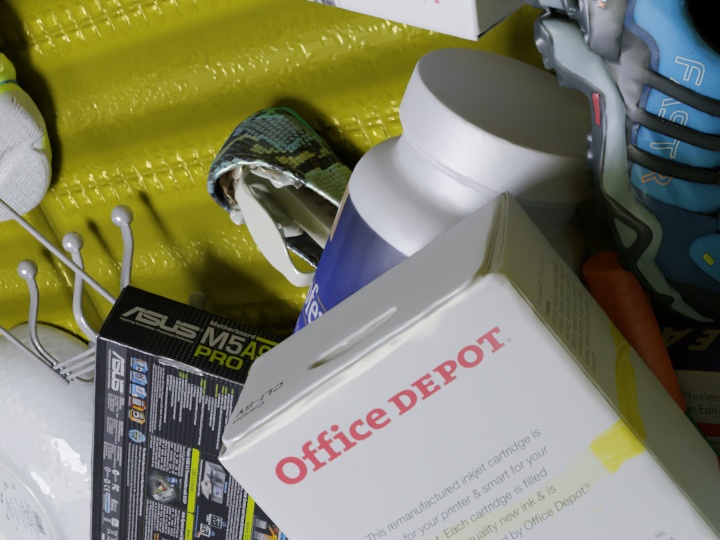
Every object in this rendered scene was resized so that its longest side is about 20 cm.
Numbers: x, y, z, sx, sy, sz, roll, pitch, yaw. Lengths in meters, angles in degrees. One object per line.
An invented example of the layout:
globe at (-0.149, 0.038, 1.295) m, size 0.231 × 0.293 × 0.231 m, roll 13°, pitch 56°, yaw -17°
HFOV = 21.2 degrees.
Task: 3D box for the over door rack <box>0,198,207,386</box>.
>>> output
over door rack at (-0.204, -0.007, 1.156) m, size 0.199 × 0.067 × 0.147 m, roll 31°, pitch 150°, yaw -24°

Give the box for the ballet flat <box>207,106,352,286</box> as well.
ballet flat at (0.000, 0.000, 0.978) m, size 0.200 × 0.074 × 0.074 m, roll 40°, pitch 142°, yaw 15°

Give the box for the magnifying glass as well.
magnifying glass at (0.141, 0.082, 0.856) m, size 0.079 × 0.022 × 0.201 m, roll 1°, pitch 123°, yaw 46°

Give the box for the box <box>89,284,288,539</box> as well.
box at (-0.077, 0.112, 1.131) m, size 0.159 × 0.044 × 0.201 m, roll 17°, pitch 137°, yaw 7°

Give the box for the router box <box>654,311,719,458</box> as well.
router box at (0.193, 0.109, 0.879) m, size 0.199 × 0.049 × 0.181 m, roll 2°, pitch 121°, yaw 46°

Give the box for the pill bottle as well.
pill bottle at (0.037, 0.010, 0.871) m, size 0.115 × 0.115 × 0.201 m, roll 33°, pitch 119°, yaw 23°

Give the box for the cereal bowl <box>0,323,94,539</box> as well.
cereal bowl at (-0.210, 0.141, 1.310) m, size 0.199 × 0.083 × 0.201 m, roll 28°, pitch 137°, yaw 29°

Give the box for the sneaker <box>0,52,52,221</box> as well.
sneaker at (-0.245, -0.125, 1.149) m, size 0.105 × 0.075 × 0.201 m, roll -117°, pitch 5°, yaw -45°

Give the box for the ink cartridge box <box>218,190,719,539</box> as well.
ink cartridge box at (0.061, 0.091, 0.795) m, size 0.145 × 0.084 × 0.200 m, roll -34°, pitch 107°, yaw 20°

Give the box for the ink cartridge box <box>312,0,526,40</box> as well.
ink cartridge box at (-0.011, -0.194, 0.810) m, size 0.199 × 0.083 × 0.146 m, roll 19°, pitch 133°, yaw 36°

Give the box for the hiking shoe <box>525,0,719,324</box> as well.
hiking shoe at (0.136, -0.060, 0.778) m, size 0.086 × 0.075 × 0.201 m, roll -10°, pitch 125°, yaw 29°
